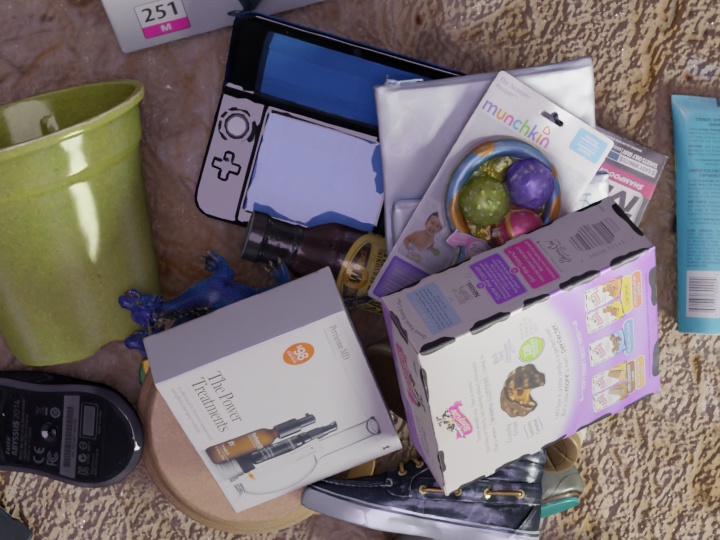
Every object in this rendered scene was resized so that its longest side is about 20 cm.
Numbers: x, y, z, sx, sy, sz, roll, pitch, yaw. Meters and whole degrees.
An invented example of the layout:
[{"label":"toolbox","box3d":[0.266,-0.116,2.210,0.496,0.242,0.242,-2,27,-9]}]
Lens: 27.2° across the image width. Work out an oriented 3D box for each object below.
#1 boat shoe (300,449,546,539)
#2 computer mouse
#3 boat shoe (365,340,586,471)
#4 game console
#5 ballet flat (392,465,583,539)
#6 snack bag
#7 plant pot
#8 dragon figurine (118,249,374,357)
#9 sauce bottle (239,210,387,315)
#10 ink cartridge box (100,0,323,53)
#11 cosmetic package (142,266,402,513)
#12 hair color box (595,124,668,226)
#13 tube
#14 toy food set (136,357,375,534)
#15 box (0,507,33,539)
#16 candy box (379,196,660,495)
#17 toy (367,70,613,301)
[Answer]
[{"label":"boat shoe","box3d":[0.054,0.173,1.228,0.198,0.071,0.092,9,83,7]},{"label":"computer mouse","box3d":[-0.270,0.122,1.263,0.198,0.053,0.140,12,99,11]},{"label":"boat shoe","box3d":[0.098,0.103,1.266,0.198,0.065,0.073,21,133,9]},{"label":"game console","box3d":[-0.025,-0.100,1.209,0.198,0.118,0.172,16,96,-3]},{"label":"ballet flat","box3d":[0.094,0.206,1.286,0.198,0.067,0.064,-23,70,0]},{"label":"snack bag","box3d":[0.108,-0.063,1.173,0.187,0.021,0.202,-8,110,-10]},{"label":"plant pot","box3d":[-0.243,-0.033,1.188,0.199,0.201,0.186,-15,109,0]},{"label":"dragon figurine","box3d":[-0.089,0.040,1.169,0.198,0.100,0.059,12,131,-3]},{"label":"sauce bottle","box3d":[0.000,0.000,1.226,0.198,0.066,0.067,15,96,-9]},{"label":"ink cartridge box","box3d":[-0.117,-0.263,1.166,0.198,0.174,0.044,-15,59,0]},{"label":"cosmetic package","box3d":[-0.063,0.098,1.157,0.150,0.052,0.201,-23,141,0]},{"label":"hair color box","box3d":[0.171,-0.024,1.253,0.099,0.061,0.202,22,96,-4]},{"label":"tube","box3d":[0.298,-0.047,1.264,0.077,0.050,0.202,2,92,-6]},{"label":"toy food set","box3d":[-0.092,0.125,1.269,0.198,0.049,0.200,-15,97,0]},{"label":"box","box3d":[-0.415,0.241,1.224,0.196,0.117,0.200,41,103,-5]},{"label":"candy box","box3d":[0.127,0.059,1.144,0.199,0.072,0.169,-23,135,-11]},{"label":"toy","box3d":[0.105,-0.035,1.145,0.115,0.047,0.201,28,101,-21]}]
